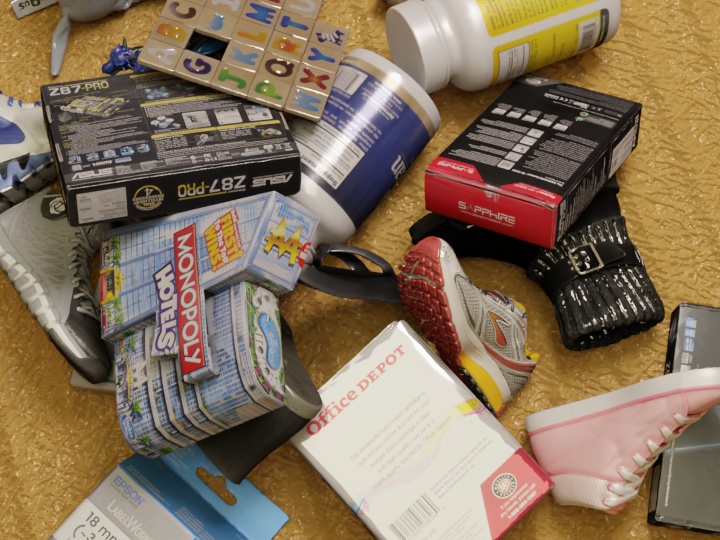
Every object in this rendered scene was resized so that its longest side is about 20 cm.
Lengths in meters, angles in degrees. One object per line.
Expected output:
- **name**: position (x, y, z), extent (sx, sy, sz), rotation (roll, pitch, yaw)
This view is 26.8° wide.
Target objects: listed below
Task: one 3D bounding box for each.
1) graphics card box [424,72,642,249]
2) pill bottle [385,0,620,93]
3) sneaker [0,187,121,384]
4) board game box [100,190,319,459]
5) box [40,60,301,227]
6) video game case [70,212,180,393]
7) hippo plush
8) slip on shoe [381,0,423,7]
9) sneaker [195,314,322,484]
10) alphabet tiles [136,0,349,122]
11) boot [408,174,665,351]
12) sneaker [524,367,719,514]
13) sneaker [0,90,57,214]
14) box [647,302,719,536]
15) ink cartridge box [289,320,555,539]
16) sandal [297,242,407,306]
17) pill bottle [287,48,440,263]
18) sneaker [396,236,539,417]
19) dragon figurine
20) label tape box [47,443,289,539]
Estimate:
- **graphics card box**: position (0.156, -0.102, 1.343), extent (0.125, 0.051, 0.200), rotation (18, 40, 24)
- **pill bottle**: position (0.129, -0.233, 1.397), extent (0.199, 0.112, 0.113), rotation (-21, 78, -15)
- **sneaker**: position (-0.252, -0.002, 1.361), extent (0.115, 0.075, 0.200), rotation (-35, 67, -10)
- **board game box**: position (-0.123, 0.027, 1.242), extent (0.199, 0.062, 0.201), rotation (-26, 56, 31)
- **box**: position (-0.166, -0.115, 1.307), extent (0.199, 0.049, 0.161), rotation (-10, 43, -15)
- **video game case**: position (-0.164, 0.023, 1.334), extent (0.199, 0.023, 0.183), rotation (2, 73, 40)
- **hippo plush**: position (-0.250, -0.318, 1.403), extent (0.200, 0.161, 0.160), rotation (-31, 79, -7)
- **slip on shoe**: position (0.059, -0.344, 1.459), extent (0.060, 0.076, 0.201), rotation (11, 84, -4)
- **sneaker**: position (-0.112, 0.089, 1.325), extent (0.106, 0.075, 0.200), rotation (-45, 35, 12)
- **alphabet tiles**: position (-0.095, -0.222, 1.373), extent (0.166, 0.008, 0.200), rotation (18, 45, -2)
- **boot**: position (0.160, 0.001, 1.372), extent (0.210, 0.079, 0.159), rotation (-12, 77, -4)
- **sneaker**: position (0.243, 0.151, 1.311), extent (0.200, 0.075, 0.105), rotation (-20, 75, 29)
- **sneaker**: position (-0.313, -0.135, 1.401), extent (0.199, 0.081, 0.115), rotation (-31, 81, -6)
- **box**: position (0.350, 0.140, 1.358), extent (0.159, 0.044, 0.201), rotation (10, 77, 3)
- **ink cartridge box**: position (0.049, 0.167, 1.329), extent (0.147, 0.086, 0.200), rotation (-41, 79, -8)
- **sandal**: position (0.000, 0.000, 1.330), extent (0.076, 0.200, 0.043), rotation (19, 97, 43)
- **pill bottle**: position (-0.027, -0.093, 1.377), extent (0.111, 0.111, 0.200), rotation (38, 80, 8)
- **sneaker**: position (0.096, 0.038, 1.322), extent (0.082, 0.200, 0.078), rotation (-42, 44, -13)
- **dragon figurine**: position (-0.145, -0.220, 1.412), extent (0.200, 0.099, 0.059), rotation (-35, 80, -8)
- **label tape box**: position (-0.180, 0.242, 1.321), extent (0.144, 0.063, 0.200), rotation (41, 80, 8)
